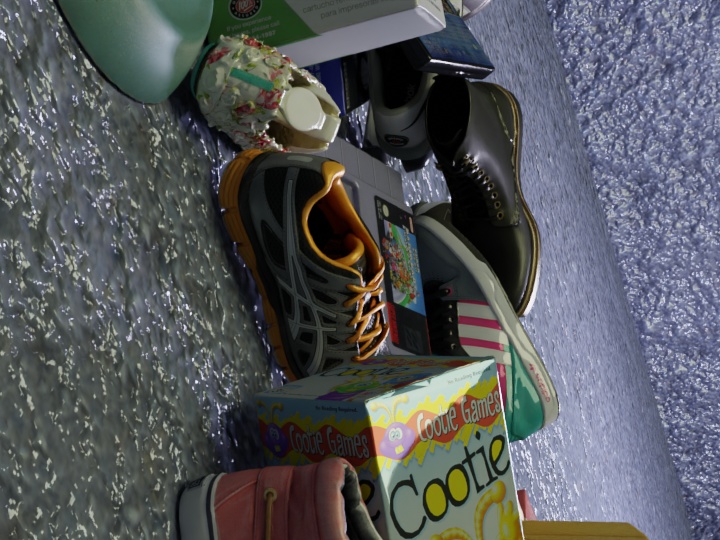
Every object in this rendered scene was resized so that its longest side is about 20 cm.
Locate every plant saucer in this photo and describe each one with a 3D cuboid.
[{"bbox_3d":[-0.127,-0.195,0.800,0.200,0.036,0.200,-14,90,-75],"label":"plant saucer"}]

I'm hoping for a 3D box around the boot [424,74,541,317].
[{"bbox_3d":[0.089,-0.058,1.152,0.138,0.077,0.200,3,77,-69],"label":"boot"}]

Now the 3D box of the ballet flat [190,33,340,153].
[{"bbox_3d":[-0.049,-0.101,0.921,0.200,0.064,0.076,4,105,-75],"label":"ballet flat"}]

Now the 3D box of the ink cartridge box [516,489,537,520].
[{"bbox_3d":[0.131,0.305,1.249,0.200,0.067,0.117,-83,155,-56],"label":"ink cartridge box"}]

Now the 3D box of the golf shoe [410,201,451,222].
[{"bbox_3d":[0.081,0.035,1.248,0.078,0.094,0.200,0,79,-76],"label":"golf shoe"}]

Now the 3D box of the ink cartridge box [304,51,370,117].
[{"bbox_3d":[-0.021,-0.176,1.134,0.200,0.039,0.100,-50,136,-70],"label":"ink cartridge box"}]

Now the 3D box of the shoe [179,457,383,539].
[{"bbox_3d":[-0.027,0.196,0.726,0.071,0.091,0.200,5,72,-74],"label":"shoe"}]

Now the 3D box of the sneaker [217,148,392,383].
[{"bbox_3d":[-0.018,0.013,0.901,0.078,0.077,0.200,-52,125,-42],"label":"sneaker"}]

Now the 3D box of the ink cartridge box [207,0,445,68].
[{"bbox_3d":[-0.039,-0.244,0.948,0.084,0.145,0.200,7,71,-74],"label":"ink cartridge box"}]

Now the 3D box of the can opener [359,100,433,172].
[{"bbox_3d":[0.026,-0.081,1.191,0.200,0.067,0.053,-84,156,-50],"label":"can opener"}]

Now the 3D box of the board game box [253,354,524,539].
[{"bbox_3d":[0.024,0.157,0.822,0.103,0.105,0.200,-14,97,-39],"label":"board game box"}]

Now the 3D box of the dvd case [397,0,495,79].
[{"bbox_3d":[0.020,-0.231,1.077,0.200,0.018,0.143,58,23,10],"label":"dvd case"}]

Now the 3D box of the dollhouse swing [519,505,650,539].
[{"bbox_3d":[0.134,0.222,1.127,0.200,0.176,0.182,-79,152,-54],"label":"dollhouse swing"}]

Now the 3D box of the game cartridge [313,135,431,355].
[{"bbox_3d":[0.000,0.000,1.038,0.130,0.038,0.200,21,54,-47],"label":"game cartridge"}]

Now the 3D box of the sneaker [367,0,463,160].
[{"bbox_3d":[0.042,-0.199,1.162,0.089,0.074,0.200,55,35,-70],"label":"sneaker"}]

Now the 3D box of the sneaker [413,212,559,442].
[{"bbox_3d":[0.060,0.062,1.136,0.200,0.121,0.084,59,-26,4],"label":"sneaker"}]

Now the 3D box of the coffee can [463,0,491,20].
[{"bbox_3d":[0.050,-0.314,1.322,0.200,0.146,0.146,0,77,-74],"label":"coffee can"}]
